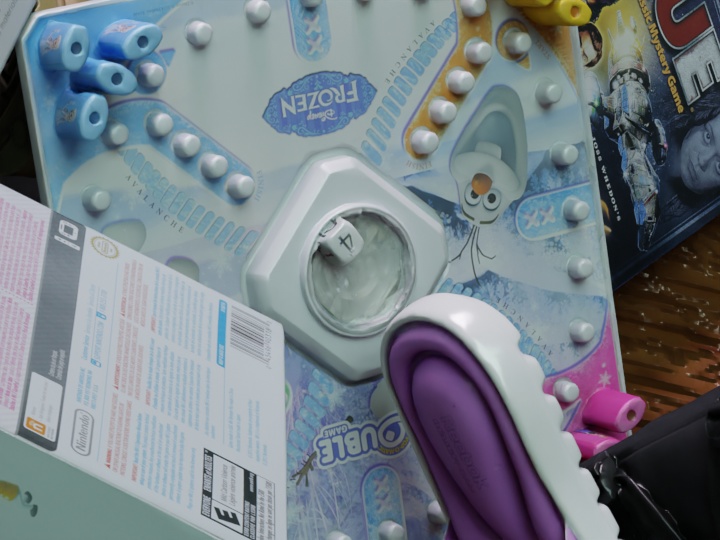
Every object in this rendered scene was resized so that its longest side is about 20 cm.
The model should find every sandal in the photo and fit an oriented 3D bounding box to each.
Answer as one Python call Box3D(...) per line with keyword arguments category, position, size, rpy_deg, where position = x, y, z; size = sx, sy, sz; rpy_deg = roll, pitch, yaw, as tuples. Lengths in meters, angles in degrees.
Box3D(category="sandal", position=(0.052, 0.106, 0.914), size=(0.050, 0.082, 0.203), rpy_deg=(-27, 88, -34))

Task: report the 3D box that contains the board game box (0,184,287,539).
Box3D(category="board game box", position=(-0.120, 0.026, 0.800), size=(0.200, 0.064, 0.148), rpy_deg=(28, 19, -13))

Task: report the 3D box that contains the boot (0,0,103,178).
Box3D(category="boot", position=(-0.040, -0.098, 0.994), size=(0.199, 0.066, 0.176), rpy_deg=(6, 51, -27))

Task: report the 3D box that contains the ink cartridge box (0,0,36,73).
Box3D(category="ink cartridge box", position=(-0.200, -0.118, 0.849), size=(0.200, 0.116, 0.067), rpy_deg=(47, 54, -38))

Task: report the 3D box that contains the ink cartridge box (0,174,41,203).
Box3D(category="ink cartridge box", position=(-0.144, -0.094, 1.012), size=(0.200, 0.041, 0.200), rpy_deg=(46, 54, 12))

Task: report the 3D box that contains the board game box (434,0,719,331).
Box3D(category="board game box", position=(0.068, -0.098, 1.023), size=(0.135, 0.035, 0.201), rpy_deg=(-34, 112, -39))

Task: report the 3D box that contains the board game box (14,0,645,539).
Box3D(category="board game box", position=(0.000, 0.000, 0.940), size=(0.199, 0.026, 0.201), rpy_deg=(-15, 102, -29))

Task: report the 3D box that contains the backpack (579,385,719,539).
Box3D(category="backpack", position=(0.174, 0.124, 0.922), size=(0.153, 0.163, 0.200), rpy_deg=(-11, 71, -44))
